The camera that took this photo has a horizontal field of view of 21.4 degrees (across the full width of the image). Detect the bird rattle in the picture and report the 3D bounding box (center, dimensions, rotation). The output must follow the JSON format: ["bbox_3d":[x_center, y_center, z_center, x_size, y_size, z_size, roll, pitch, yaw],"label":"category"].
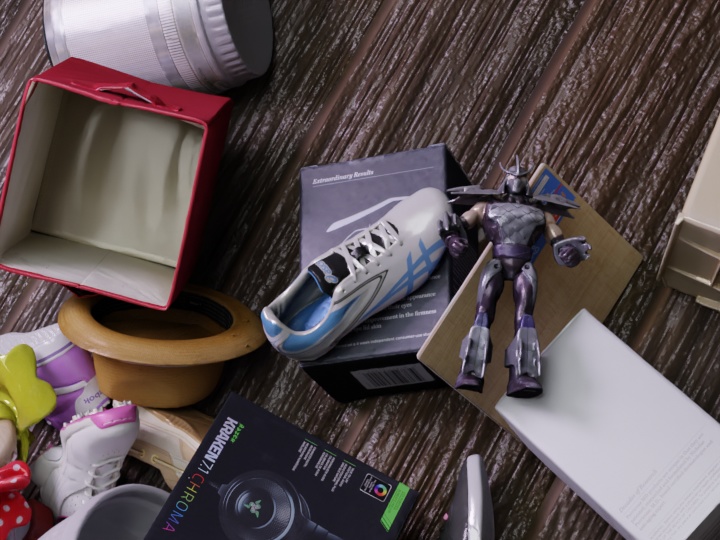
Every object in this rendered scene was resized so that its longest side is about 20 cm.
[{"bbox_3d":[-0.358,0.164,1.708,0.161,0.113,0.201,10,43,3],"label":"bird rattle"}]

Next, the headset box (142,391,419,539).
[{"bbox_3d":[-0.067,0.233,1.599,0.199,0.093,0.175,28,55,4],"label":"headset box"}]

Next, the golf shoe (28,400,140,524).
[{"bbox_3d":[-0.241,0.182,1.738,0.075,0.200,0.092,-11,72,-30],"label":"golf shoe"}]

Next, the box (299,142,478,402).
[{"bbox_3d":[0.028,0.003,1.730,0.146,0.104,0.202,-7,66,18],"label":"box"}]

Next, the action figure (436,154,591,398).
[{"bbox_3d":[0.125,0.002,1.575,0.128,0.069,0.202,4,78,6],"label":"action figure"}]

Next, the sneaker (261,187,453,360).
[{"bbox_3d":[0.000,0.000,1.642,0.200,0.073,0.072,-41,59,-1],"label":"sneaker"}]

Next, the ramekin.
[{"bbox_3d":[-0.210,0.296,1.651,0.104,0.199,0.202,-25,59,35],"label":"ramekin"}]

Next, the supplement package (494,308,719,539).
[{"bbox_3d":[0.228,0.150,1.584,0.117,0.117,0.200,-47,61,-2],"label":"supplement package"}]

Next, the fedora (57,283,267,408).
[{"bbox_3d":[-0.186,0.074,1.767,0.199,0.200,0.083,20,112,27],"label":"fedora"}]

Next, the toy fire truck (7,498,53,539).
[{"bbox_3d":[-0.340,0.326,1.735,0.200,0.112,0.169,-48,30,22],"label":"toy fire truck"}]

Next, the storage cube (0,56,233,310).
[{"bbox_3d":[-0.226,-0.084,1.765,0.169,0.180,0.202,14,104,1],"label":"storage cube"}]

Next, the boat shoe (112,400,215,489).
[{"bbox_3d":[-0.153,0.173,1.755,0.199,0.073,0.070,26,107,34],"label":"boat shoe"}]

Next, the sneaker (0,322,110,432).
[{"bbox_3d":[-0.317,0.120,1.835,0.199,0.115,0.073,-10,26,49],"label":"sneaker"}]

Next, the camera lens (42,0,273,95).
[{"bbox_3d":[-0.204,-0.244,1.890,0.198,0.160,0.162,-9,65,17],"label":"camera lens"}]

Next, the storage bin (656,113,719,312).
[{"bbox_3d":[0.330,-0.082,1.599,0.093,0.199,0.202,21,77,9],"label":"storage bin"}]

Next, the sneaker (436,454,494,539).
[{"bbox_3d":[0.061,0.255,1.630,0.098,0.071,0.202,0,73,16],"label":"sneaker"}]

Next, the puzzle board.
[{"bbox_3d":[0.148,0.029,1.655,0.201,0.150,0.017,-57,33,-8],"label":"puzzle board"}]
